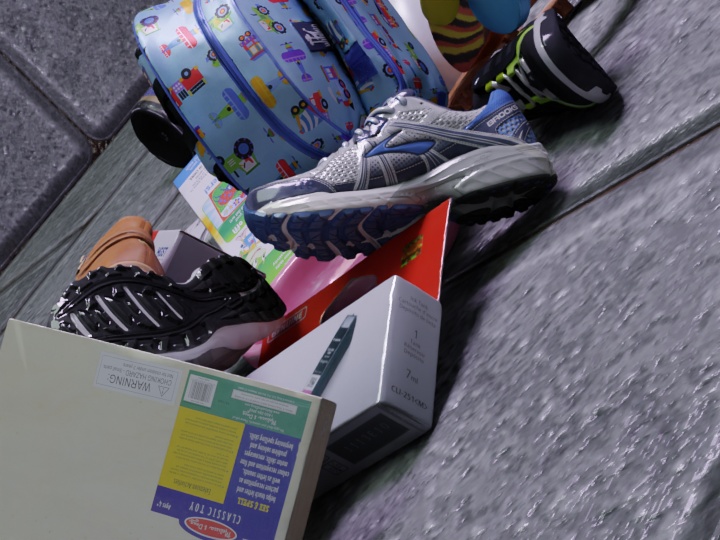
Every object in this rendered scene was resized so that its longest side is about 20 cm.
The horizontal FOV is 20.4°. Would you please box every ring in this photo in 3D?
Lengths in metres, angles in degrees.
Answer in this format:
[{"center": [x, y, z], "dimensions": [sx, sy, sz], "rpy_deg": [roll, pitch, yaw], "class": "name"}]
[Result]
[{"center": [0.135, -0.191, 1.525], "dimensions": [0.201, 0.019, 0.200], "rpy_deg": [-47, -4, -5], "class": "ring"}]

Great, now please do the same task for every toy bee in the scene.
[{"center": [0.097, -0.223, 1.353], "dimensions": [0.200, 0.109, 0.131], "rpy_deg": [-38, 1, 35], "class": "toy bee"}]

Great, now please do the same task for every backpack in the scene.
[{"center": [-0.051, -0.130, 1.327], "dimensions": [0.134, 0.183, 0.200], "rpy_deg": [-38, -13, 19], "class": "backpack"}]

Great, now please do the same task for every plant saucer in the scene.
[{"center": [0.000, 0.000, 1.395], "dimensions": [0.200, 0.051, 0.201], "rpy_deg": [-44, 13, 13], "class": "plant saucer"}]

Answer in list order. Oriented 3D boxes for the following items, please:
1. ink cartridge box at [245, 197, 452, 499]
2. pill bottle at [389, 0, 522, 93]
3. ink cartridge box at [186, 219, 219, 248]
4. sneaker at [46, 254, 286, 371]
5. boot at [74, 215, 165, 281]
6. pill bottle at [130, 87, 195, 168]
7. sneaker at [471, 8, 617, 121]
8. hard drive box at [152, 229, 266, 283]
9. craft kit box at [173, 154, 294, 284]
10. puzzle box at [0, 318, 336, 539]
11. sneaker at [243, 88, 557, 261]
[{"center": [-0.027, 0.056, 1.215], "dimensions": [0.200, 0.043, 0.175], "rpy_deg": [-35, 36, 40], "class": "ink cartridge box"}, {"center": [0.038, -0.174, 1.670], "dimensions": [0.200, 0.111, 0.111], "rpy_deg": [-38, 15, 31], "class": "pill bottle"}, {"center": [-0.110, -0.017, 1.728], "dimensions": [0.200, 0.068, 0.116], "rpy_deg": [-42, 13, 18], "class": "ink cartridge box"}, {"center": [-0.123, 0.044, 1.241], "dimensions": [0.080, 0.074, 0.199], "rpy_deg": [-52, -23, 23], "class": "sneaker"}, {"center": [-0.195, 0.064, 1.388], "dimensions": [0.200, 0.073, 0.155], "rpy_deg": [-50, 20, 17], "class": "boot"}, {"center": [-0.209, -0.242, 2.684], "dimensions": [0.200, 0.112, 0.112], "rpy_deg": [-52, 14, -27], "class": "pill bottle"}, {"center": [0.118, -0.123, 1.360], "dimensions": [0.083, 0.072, 0.200], "rpy_deg": [-41, 3, 4], "class": "sneaker"}, {"center": [-0.161, 0.076, 1.499], "dimensions": [0.201, 0.076, 0.156], "rpy_deg": [-65, 16, -8], "class": "hard drive box"}, {"center": [-0.038, -0.087, 1.572], "dimensions": [0.200, 0.048, 0.198], "rpy_deg": [-49, 39, 9], "class": "craft kit box"}, {"center": [-0.120, 0.112, 1.080], "dimensions": [0.025, 0.198, 0.134], "rpy_deg": [31, -106, -67], "class": "puzzle box"}, {"center": [0.019, -0.065, 1.261], "dimensions": [0.198, 0.086, 0.077], "rpy_deg": [-11, -22, -12], "class": "sneaker"}]
